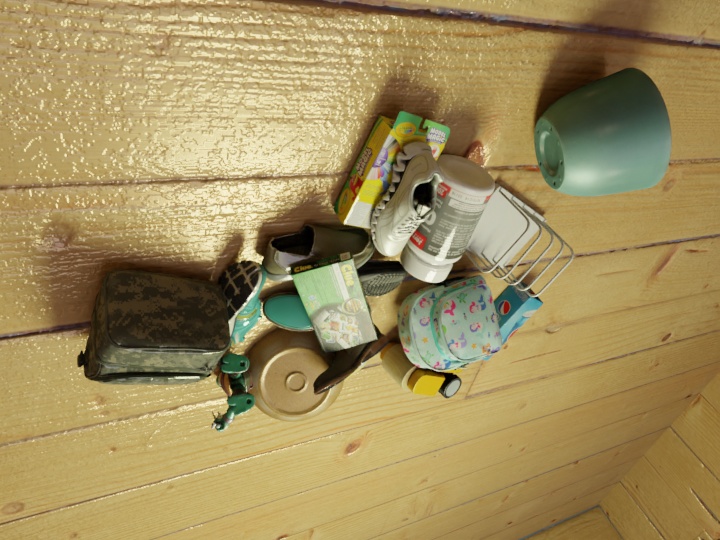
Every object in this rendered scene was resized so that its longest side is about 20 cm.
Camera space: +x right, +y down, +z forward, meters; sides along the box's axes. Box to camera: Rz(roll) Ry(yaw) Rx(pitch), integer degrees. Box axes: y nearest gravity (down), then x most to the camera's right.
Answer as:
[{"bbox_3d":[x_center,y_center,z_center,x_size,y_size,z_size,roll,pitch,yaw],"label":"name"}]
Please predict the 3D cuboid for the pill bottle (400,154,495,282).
[{"bbox_3d":[0.143,-0.086,0.979,0.112,0.115,0.202,-3,131,-30],"label":"pill bottle"}]

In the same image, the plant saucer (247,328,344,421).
[{"bbox_3d":[-0.124,0.207,1.078,0.196,0.035,0.204,-3,105,-9],"label":"plant saucer"}]

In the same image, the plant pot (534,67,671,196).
[{"bbox_3d":[0.393,-0.219,0.958,0.158,0.203,0.202,-14,138,0],"label":"plant pot"}]

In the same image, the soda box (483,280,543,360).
[{"bbox_3d":[0.335,0.120,1.340,0.067,0.065,0.201,20,118,-43],"label":"soda box"}]

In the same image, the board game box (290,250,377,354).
[{"bbox_3d":[-0.040,0.059,0.947,0.103,0.024,0.202,-13,132,4],"label":"board game box"}]

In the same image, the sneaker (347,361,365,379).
[{"bbox_3d":[-0.068,0.211,1.167,0.197,0.079,0.090,-20,159,1],"label":"sneaker"}]

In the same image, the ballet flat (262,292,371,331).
[{"bbox_3d":[-0.079,0.076,1.022,0.196,0.067,0.070,6,89,-7],"label":"ballet flat"}]

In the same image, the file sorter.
[{"bbox_3d":[0.304,-0.050,1.110,0.198,0.125,0.139,21,117,-43],"label":"file sorter"}]

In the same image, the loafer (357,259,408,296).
[{"bbox_3d":[0.000,0.000,1.002,0.197,0.072,0.073,-3,144,-35],"label":"loafer"}]

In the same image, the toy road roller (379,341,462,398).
[{"bbox_3d":[0.156,0.186,1.253,0.198,0.123,0.148,14,109,-44],"label":"toy road roller"}]

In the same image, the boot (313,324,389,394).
[{"bbox_3d":[-0.038,0.148,1.060,0.199,0.098,0.075,-31,173,-44],"label":"boot"}]

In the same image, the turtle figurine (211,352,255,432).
[{"bbox_3d":[-0.243,0.203,1.014,0.100,0.152,0.199,-28,-177,-29],"label":"turtle figurine"}]

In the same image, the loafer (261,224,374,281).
[{"bbox_3d":[-0.066,-0.035,0.924,0.197,0.076,0.070,-15,141,-19],"label":"loafer"}]

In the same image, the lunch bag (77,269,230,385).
[{"bbox_3d":[-0.313,0.106,0.866,0.197,0.141,0.168,8,142,-36],"label":"lunch bag"}]

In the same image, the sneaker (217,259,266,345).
[{"bbox_3d":[-0.199,0.056,0.941,0.079,0.078,0.201,-5,142,-40],"label":"sneaker"}]

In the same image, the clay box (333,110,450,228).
[{"bbox_3d":[0.049,-0.159,0.899,0.113,0.048,0.202,6,125,-37],"label":"clay box"}]

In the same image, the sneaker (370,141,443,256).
[{"bbox_3d":[0.072,-0.095,0.879,0.074,0.082,0.202,-8,135,-29],"label":"sneaker"}]

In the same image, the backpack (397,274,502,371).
[{"bbox_3d":[0.180,0.111,1.145,0.196,0.181,0.150,-13,-179,-14],"label":"backpack"}]
